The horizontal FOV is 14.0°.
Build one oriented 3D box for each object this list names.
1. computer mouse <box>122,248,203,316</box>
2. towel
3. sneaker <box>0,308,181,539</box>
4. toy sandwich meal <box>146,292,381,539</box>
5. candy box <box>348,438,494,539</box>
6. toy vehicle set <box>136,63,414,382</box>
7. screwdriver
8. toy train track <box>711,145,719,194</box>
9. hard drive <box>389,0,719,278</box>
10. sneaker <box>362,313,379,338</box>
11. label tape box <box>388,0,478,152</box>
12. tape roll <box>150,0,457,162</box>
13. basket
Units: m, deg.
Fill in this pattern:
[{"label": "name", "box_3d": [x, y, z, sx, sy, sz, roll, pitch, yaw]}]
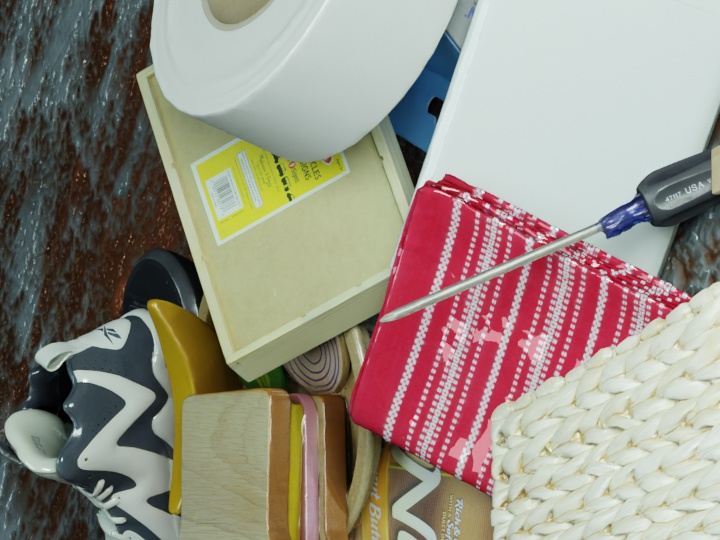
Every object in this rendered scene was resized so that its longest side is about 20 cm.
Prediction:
[{"label": "computer mouse", "box_3d": [-0.111, 0.082, 1.838, 0.138, 0.052, 0.202, 25, 116, 51]}, {"label": "towel", "box_3d": [0.094, 0.055, 1.448, 0.199, 0.022, 0.145, 27, 112, 21]}, {"label": "sneaker", "box_3d": [-0.164, 0.124, 1.764, 0.079, 0.129, 0.200, 37, 126, 46]}, {"label": "toy sandwich meal", "box_3d": [-0.060, 0.080, 1.610, 0.205, 0.070, 0.207, 13, 106, 55]}, {"label": "candy box", "box_3d": [0.037, 0.145, 1.584, 0.200, 0.055, 0.116, 22, 105, 57]}, {"label": "toy vehicle set", "box_3d": [-0.041, -0.054, 1.585, 0.124, 0.027, 0.201, -27, 58, 14]}, {"label": "screwdriver", "box_3d": [0.102, -0.012, 1.415, 0.029, 0.199, 0.028, 62, 180, -33]}, {"label": "toy train track", "box_3d": [0.212, -0.101, 1.376, 0.115, 0.032, 0.201, -27, 55, 54]}, {"label": "hard drive", "box_3d": [0.106, -0.070, 1.461, 0.026, 0.131, 0.201, -42, -28, -71]}, {"label": "sneaker", "box_3d": [0.000, 0.000, 1.647, 0.200, 0.075, 0.105, -43, 55, 51]}, {"label": "label tape box", "box_3d": [0.054, -0.164, 1.541, 0.201, 0.063, 0.144, -65, 23, 5]}, {"label": "tape roll", "box_3d": [-0.026, -0.161, 1.519, 0.202, 0.070, 0.204, -35, 44, 42]}, {"label": "basket", "box_3d": [0.178, 0.116, 1.239, 0.198, 0.199, 0.162, -33, 56, 50]}]
